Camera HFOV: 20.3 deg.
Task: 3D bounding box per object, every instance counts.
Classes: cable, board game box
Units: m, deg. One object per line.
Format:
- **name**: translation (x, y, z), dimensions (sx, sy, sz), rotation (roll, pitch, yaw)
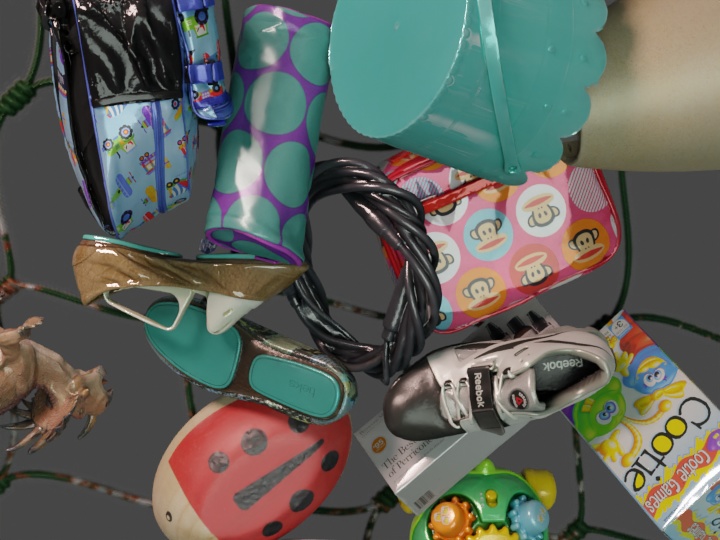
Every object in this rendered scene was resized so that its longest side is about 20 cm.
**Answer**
- **cable**: translation (0.000, 0.000, 1.665), dimensions (0.162, 0.051, 0.202), rotation (-10, 106, 35)
- **board game box**: translation (0.260, 0.145, 1.702), dimensions (0.103, 0.200, 0.105), rotation (-43, 133, 4)

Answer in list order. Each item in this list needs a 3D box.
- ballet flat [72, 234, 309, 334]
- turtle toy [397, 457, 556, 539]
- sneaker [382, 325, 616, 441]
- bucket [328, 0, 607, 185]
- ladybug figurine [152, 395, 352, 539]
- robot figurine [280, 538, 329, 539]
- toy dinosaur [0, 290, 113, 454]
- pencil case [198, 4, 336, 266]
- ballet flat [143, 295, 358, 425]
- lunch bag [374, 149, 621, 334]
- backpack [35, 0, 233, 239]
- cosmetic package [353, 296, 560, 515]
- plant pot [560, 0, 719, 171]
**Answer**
- **ballet flat**: translation (-0.142, 0.014, 1.656), dimensions (0.198, 0.068, 0.073), rotation (5, 88, 5)
- **turtle toy**: translation (0.107, 0.263, 1.771), dimensions (0.144, 0.101, 0.202), rotation (-1, 105, -9)
- **sneaker**: translation (0.113, 0.094, 1.645), dimensions (0.198, 0.089, 0.075), rotation (-18, 98, 1)
- **bucket**: translation (0.079, -0.177, 1.560), dimensions (0.134, 0.207, 0.209), rotation (10, 105, -36)
- **ladybug figurine**: translation (-0.089, 0.172, 1.728), dimensions (0.200, 0.072, 0.136), rotation (-40, 108, 2)
- **robot figurine**: translation (-0.024, 0.286, 1.708), dimensions (0.169, 0.199, 0.114), rotation (-14, 96, -45)
- **toy dinosaur**: translation (-0.311, 0.097, 1.667), dimensions (0.198, 0.086, 0.137), rotation (-8, 113, -2)
- **pencil case**: translation (-0.070, -0.107, 1.602), dimensions (0.084, 0.092, 0.202), rotation (8, 77, 9)
- **ballet flat**: translation (-0.090, 0.077, 1.696), dimensions (0.199, 0.074, 0.075), rotation (26, 102, 19)
- **lunch bag**: translation (0.107, -0.059, 1.699), dimensions (0.199, 0.082, 0.177), rotation (-24, 103, -3)
- **backpack**: translation (-0.172, -0.133, 1.571), dimensions (0.133, 0.183, 0.202), rotation (-11, 102, -9)
- **cosmetic package**: translation (0.095, 0.111, 1.733), dimensions (0.200, 0.083, 0.051), rotation (-41, 136, 2)
- **plant pot**: translation (0.248, -0.155, 1.621), dimensions (0.198, 0.187, 0.189), rotation (-17, 108, -15)
